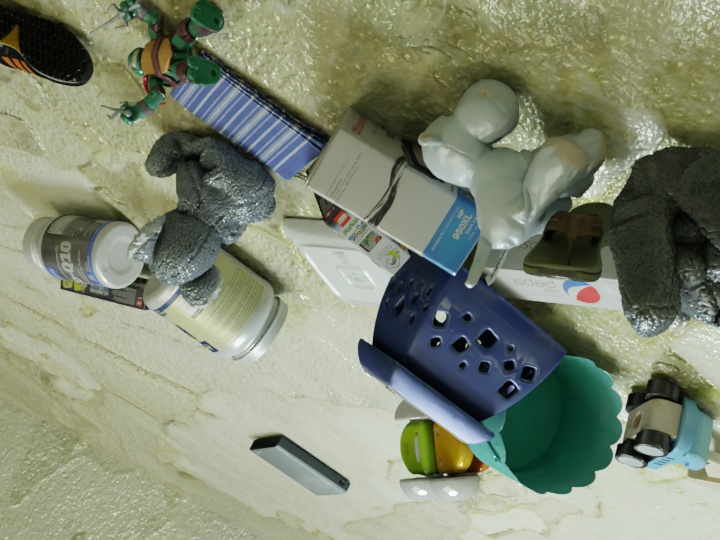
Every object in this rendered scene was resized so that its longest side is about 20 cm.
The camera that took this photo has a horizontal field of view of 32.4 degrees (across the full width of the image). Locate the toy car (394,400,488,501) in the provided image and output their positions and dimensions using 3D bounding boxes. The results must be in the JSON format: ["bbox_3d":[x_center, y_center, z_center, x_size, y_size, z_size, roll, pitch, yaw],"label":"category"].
[{"bbox_3d":[0.154,0.296,2.095,0.149,0.176,0.200,-1,171,-34],"label":"toy car"}]

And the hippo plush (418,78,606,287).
[{"bbox_3d":[0.147,-0.111,1.330,0.161,0.200,0.159,45,-163,14],"label":"hippo plush"}]

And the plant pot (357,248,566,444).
[{"bbox_3d":[0.117,0.105,1.639,0.200,0.180,0.200,36,177,-18],"label":"plant pot"}]

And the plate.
[{"bbox_3d":[0.000,0.000,1.803,0.199,0.032,0.200,6,147,39],"label":"plate"}]

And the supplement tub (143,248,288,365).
[{"bbox_3d":[-0.230,0.047,1.986,0.200,0.145,0.145,37,153,-19],"label":"supplement tub"}]

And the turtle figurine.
[{"bbox_3d":[-0.244,-0.258,1.491,0.199,0.100,0.150,-2,101,44],"label":"turtle figurine"}]

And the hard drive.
[{"bbox_3d":[-0.135,0.433,2.747,0.200,0.033,0.139,38,153,-19],"label":"hard drive"}]

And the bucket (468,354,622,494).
[{"bbox_3d":[0.248,0.206,1.742,0.207,0.208,0.135,39,166,-23],"label":"bucket"}]

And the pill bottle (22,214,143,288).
[{"bbox_3d":[-0.474,-0.036,2.109,0.199,0.114,0.114,8,148,36],"label":"pill bottle"}]

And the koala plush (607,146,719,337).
[{"bbox_3d":[0.355,-0.012,1.272,0.177,0.184,0.200,-27,143,18],"label":"koala plush"}]

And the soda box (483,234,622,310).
[{"bbox_3d":[0.251,-0.002,1.512,0.199,0.064,0.068,5,147,39],"label":"soda box"}]

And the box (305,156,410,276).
[{"bbox_3d":[-0.006,-0.072,1.533,0.110,0.035,0.200,38,-168,-22],"label":"box"}]

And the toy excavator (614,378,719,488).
[{"bbox_3d":[0.461,0.251,1.758,0.199,0.100,0.195,21,157,-5],"label":"toy excavator"}]

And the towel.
[{"bbox_3d":[-0.144,-0.196,1.596,0.200,0.024,0.145,36,155,-12],"label":"towel"}]

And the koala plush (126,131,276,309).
[{"bbox_3d":[-0.224,-0.064,1.690,0.183,0.200,0.177,7,148,48],"label":"koala plush"}]

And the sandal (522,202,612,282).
[{"bbox_3d":[0.218,-0.039,1.279,0.079,0.201,0.058,6,116,20],"label":"sandal"}]

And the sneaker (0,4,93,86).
[{"bbox_3d":[-0.437,-0.296,1.657,0.199,0.070,0.090,25,170,7],"label":"sneaker"}]

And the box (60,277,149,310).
[{"bbox_3d":[-0.419,0.032,2.191,0.199,0.035,0.110,12,-173,30],"label":"box"}]

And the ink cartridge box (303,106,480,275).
[{"bbox_3d":[0.046,-0.095,1.437,0.200,0.084,0.145,30,-163,-5],"label":"ink cartridge box"}]
